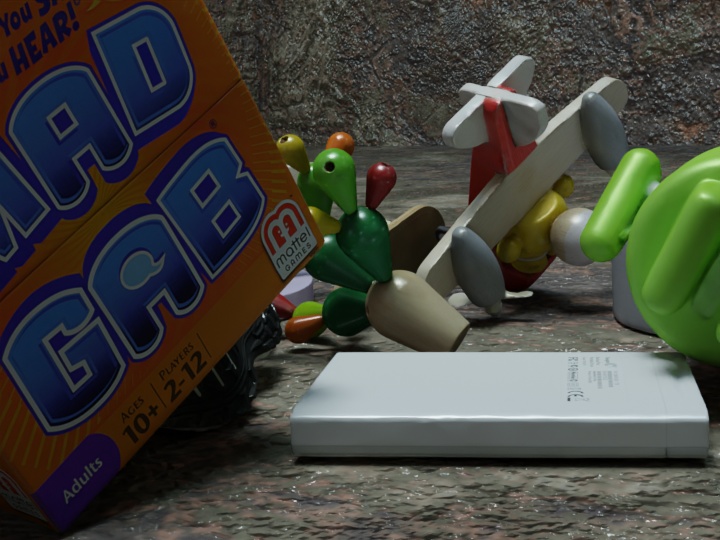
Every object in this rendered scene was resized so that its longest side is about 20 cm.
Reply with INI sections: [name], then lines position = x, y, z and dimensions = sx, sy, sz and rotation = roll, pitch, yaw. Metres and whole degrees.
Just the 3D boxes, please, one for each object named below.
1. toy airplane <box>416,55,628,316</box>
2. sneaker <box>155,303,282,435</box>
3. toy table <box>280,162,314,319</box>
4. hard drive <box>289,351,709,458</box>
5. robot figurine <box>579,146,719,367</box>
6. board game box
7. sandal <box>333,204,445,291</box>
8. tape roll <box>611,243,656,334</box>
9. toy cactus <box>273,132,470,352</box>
[toy airplane]
position = 0.132, -0.060, 0.927
dimensions = 0.141, 0.201, 0.199
rotation = 35, 19, 24
[sneaker]
position = -0.103, 0.052, 0.705
dimensions = 0.079, 0.074, 0.200
rotation = -26, 7, 13
[toy table]
position = -0.108, -0.029, 1.022
dimensions = 0.182, 0.118, 0.200
rotation = -6, 11, -19
[hard drive]
position = 0.074, 0.069, 0.636
dimensions = 0.198, 0.027, 0.132
rotation = -1, 10, 10
[robot figurine]
position = 0.219, -0.013, 0.688
dimensions = 0.175, 0.116, 0.200
rotation = 27, 20, 17
[board game box]
position = -0.181, -0.034, 0.579
dimensions = 0.199, 0.201, 0.200
rotation = 5, 43, 43
[sandal]
position = 0.006, -0.010, 0.990
dimensions = 0.069, 0.078, 0.212
rotation = 7, 17, 21
[tape roll]
position = 0.283, 0.000, 0.875
dimensions = 0.198, 0.067, 0.200
rotation = -2, 10, 0
[toy cactus]
position = 0.000, 0.000, 0.802
dimensions = 0.164, 0.201, 0.102
rotation = 34, 47, 13
